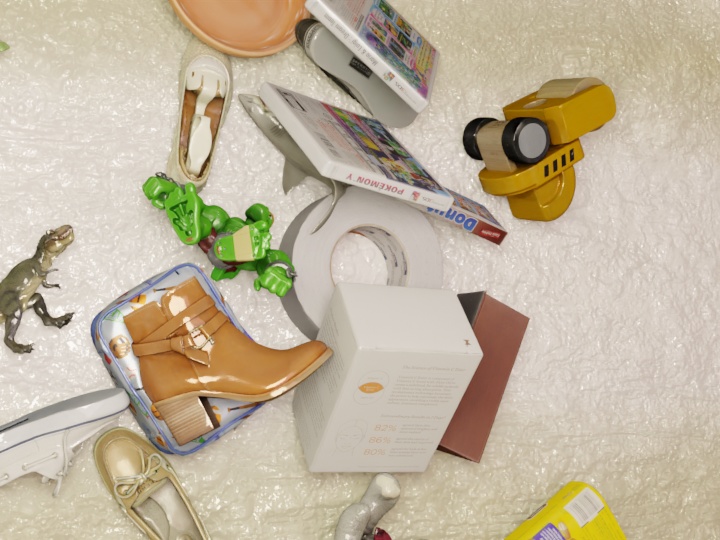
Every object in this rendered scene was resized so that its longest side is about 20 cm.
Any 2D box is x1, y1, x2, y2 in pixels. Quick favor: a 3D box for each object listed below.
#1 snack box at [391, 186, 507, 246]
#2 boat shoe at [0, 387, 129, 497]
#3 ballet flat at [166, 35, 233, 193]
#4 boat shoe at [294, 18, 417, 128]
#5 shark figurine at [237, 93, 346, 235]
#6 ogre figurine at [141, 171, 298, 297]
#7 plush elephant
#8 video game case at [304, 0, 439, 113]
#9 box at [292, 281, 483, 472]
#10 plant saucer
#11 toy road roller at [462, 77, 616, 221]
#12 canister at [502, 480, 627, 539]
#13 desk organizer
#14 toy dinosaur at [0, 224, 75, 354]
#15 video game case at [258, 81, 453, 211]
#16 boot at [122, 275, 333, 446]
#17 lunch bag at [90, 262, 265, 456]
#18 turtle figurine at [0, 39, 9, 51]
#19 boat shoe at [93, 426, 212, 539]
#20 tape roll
[{"bbox_3d":[0.093,-0.089,1.285,0.199,0.072,0.024,22,111,-32],"label":"snack box"},{"bbox_3d":[-0.332,0.195,1.094,0.200,0.075,0.087,-22,100,-14],"label":"boat shoe"},{"bbox_3d":[-0.181,-0.186,1.208,0.067,0.062,0.202,9,80,-21],"label":"ballet flat"},{"bbox_3d":[-0.001,-0.249,1.283,0.199,0.064,0.071,35,94,-40],"label":"boat shoe"},{"bbox_3d":[-0.064,-0.117,1.231,0.128,0.215,0.090,14,120,-49],"label":"shark figurine"},{"bbox_3d":[-0.146,-0.035,1.154,0.198,0.120,0.099,15,87,14],"label":"ogre figurine"},{"bbox_3d":[0.021,0.358,1.171,0.199,0.155,0.166,-30,117,-16],"label":"plush elephant"},{"bbox_3d":[0.020,-0.290,1.255,0.182,0.024,0.201,41,26,-14],"label":"video game case"},{"bbox_3d":[0.025,0.126,1.178,0.151,0.201,0.107,5,38,-22],"label":"box"},{"bbox_3d":[-0.150,-0.347,1.238,0.198,0.037,0.203,8,75,-31],"label":"plant saucer"},{"bbox_3d":[0.243,-0.154,1.356,0.199,0.123,0.147,-30,111,-22],"label":"toy road roller"},{"bbox_3d":[0.243,0.382,1.311,0.199,0.086,0.149,-33,97,-24],"label":"canister"},{"bbox_3d":[0.136,0.134,1.302,0.077,0.072,0.202,27,75,-20],"label":"desk organizer"},{"bbox_3d":[-0.368,0.042,1.116,0.088,0.047,0.200,43,70,3],"label":"toy dinosaur"},{"bbox_3d":[-0.007,-0.144,1.198,0.181,0.200,0.023,13,116,-36],"label":"video game case"},{"bbox_3d":[-0.142,0.075,1.099,0.198,0.074,0.156,-25,86,-12],"label":"boot"},{"bbox_3d":[-0.196,0.101,1.166,0.160,0.075,0.201,-34,97,-24],"label":"lunch bag"},{"bbox_3d":[-0.425,-0.316,1.063,0.198,0.144,0.196,-5,108,18],"label":"turtle figurine"},{"bbox_3d":[-0.221,0.260,1.142,0.073,0.063,0.202,-33,97,-22],"label":"boat shoe"},{"bbox_3d":[0.000,0.000,1.262,0.198,0.066,0.203,3,83,-23],"label":"tape roll"}]
